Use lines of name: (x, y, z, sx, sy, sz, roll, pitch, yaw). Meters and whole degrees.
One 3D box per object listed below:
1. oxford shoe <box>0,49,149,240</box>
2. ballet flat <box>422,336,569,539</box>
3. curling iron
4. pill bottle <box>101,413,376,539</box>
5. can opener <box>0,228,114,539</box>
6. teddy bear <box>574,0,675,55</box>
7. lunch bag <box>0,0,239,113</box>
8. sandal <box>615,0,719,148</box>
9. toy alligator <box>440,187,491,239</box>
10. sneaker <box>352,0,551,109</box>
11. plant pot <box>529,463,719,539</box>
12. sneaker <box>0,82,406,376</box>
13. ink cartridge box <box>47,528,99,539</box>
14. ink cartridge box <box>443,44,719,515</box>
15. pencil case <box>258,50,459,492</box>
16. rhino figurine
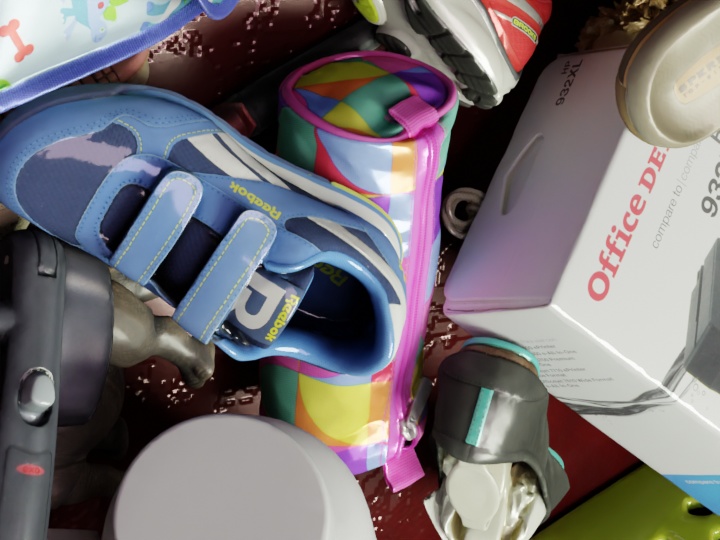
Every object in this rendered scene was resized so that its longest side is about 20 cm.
oxford shoe: (-0.167, -0.034, 1.136, 0.200, 0.070, 0.075, -35, 135, -1)
ballet flat: (0.059, 0.096, 1.275, 0.200, 0.068, 0.068, 69, 35, -65)
curling iron: (-0.063, -0.072, 1.194, 0.200, 0.026, 0.050, -27, 126, -17)
pill bottle: (-0.051, 0.129, 1.167, 0.120, 0.120, 0.200, -38, 164, -8)
can opener: (-0.143, 0.080, 1.095, 0.079, 0.063, 0.200, 12, 74, -21)
teddy bear: (0.186, -0.156, 1.281, 0.145, 0.067, 0.200, 15, 111, -24)
lunch bag: (-0.117, -0.177, 1.061, 0.200, 0.127, 0.170, -27, 123, -30)
sandal: (0.200, -0.121, 1.163, 0.200, 0.054, 0.080, -40, 120, -1)
toy alligator: (0.104, -0.007, 1.305, 0.200, 0.054, 0.059, 16, 78, -34)
sneaker: (0.021, -0.165, 1.182, 0.085, 0.077, 0.200, -53, 128, -26)
plant pot: (0.224, 0.210, 1.400, 0.200, 0.181, 0.199, -31, 124, -14)
sneaker: (-0.061, -0.014, 1.097, 0.200, 0.082, 0.074, 20, 121, -25)
ink cartridge box: (-0.218, 0.188, 1.162, 0.200, 0.085, 0.146, 4, 121, -15)
ink cartridge box: (0.156, 0.007, 1.255, 0.200, 0.084, 0.145, 36, 68, -29)
pencil case: (0.000, 0.000, 1.218, 0.088, 0.088, 0.200, -14, 126, -23)
rhino figurine: (-0.140, 0.080, 1.204, 0.087, 0.060, 0.200, 16, 110, -35)
